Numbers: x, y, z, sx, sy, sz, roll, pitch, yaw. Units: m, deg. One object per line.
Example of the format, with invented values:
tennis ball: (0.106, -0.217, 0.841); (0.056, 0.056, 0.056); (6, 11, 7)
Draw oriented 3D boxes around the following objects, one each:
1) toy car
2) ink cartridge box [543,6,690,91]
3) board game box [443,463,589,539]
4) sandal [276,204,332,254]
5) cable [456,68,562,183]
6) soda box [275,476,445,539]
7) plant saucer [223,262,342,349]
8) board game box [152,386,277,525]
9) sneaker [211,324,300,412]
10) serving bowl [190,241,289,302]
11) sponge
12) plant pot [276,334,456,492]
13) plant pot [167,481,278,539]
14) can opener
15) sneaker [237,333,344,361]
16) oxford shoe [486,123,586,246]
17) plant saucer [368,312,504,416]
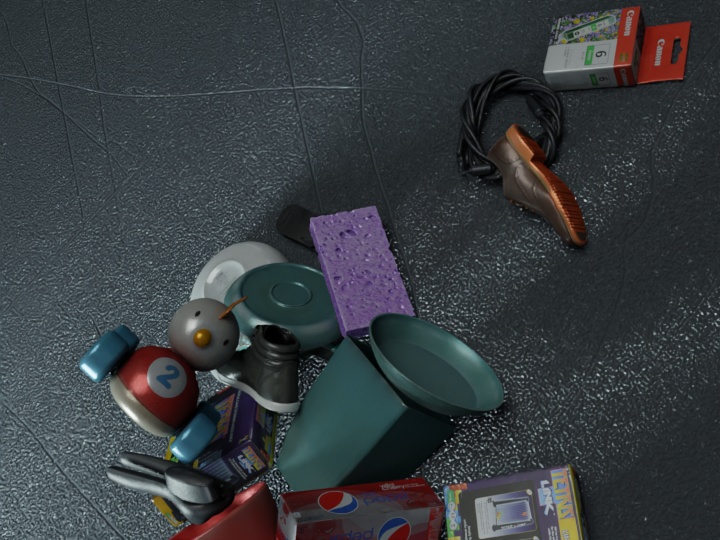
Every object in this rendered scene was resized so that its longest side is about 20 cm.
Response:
toy car: (-0.219, 0.103, 1.062); (0.184, 0.177, 0.201); (42, 85, -6)
ink cartridge box: (0.380, -0.332, 1.230); (0.197, 0.050, 0.111); (2, 65, 32)
board game box: (0.188, 0.344, 0.966); (0.162, 0.057, 0.204); (-14, 58, 20)
sandal: (-0.066, -0.063, 1.342); (0.197, 0.043, 0.077); (15, 72, 35)
cable: (0.228, -0.227, 1.260); (0.160, 0.051, 0.204); (1, 64, 30)
soda box: (0.000, 0.305, 1.003); (0.070, 0.196, 0.065); (-143, 57, -62)
plant saucer: (-0.106, 0.044, 1.236); (0.196, 0.028, 0.202); (6, 33, -4)
board game box: (-0.199, 0.243, 1.173); (0.164, 0.057, 0.201); (-34, 20, 10)
sneaker: (-0.142, 0.115, 1.133); (0.198, 0.070, 0.101); (18, 101, 49)
serving bowl: (-0.206, 0.036, 1.355); (0.197, 0.066, 0.204); (-14, 57, 23)
sponge: (0.000, 0.000, 1.233); (0.109, 0.030, 0.203); (-10, 60, -16)
plant pot: (-0.007, 0.222, 1.095); (0.201, 0.141, 0.141); (-50, 51, 7)
plant pot: (-0.157, 0.395, 1.036); (0.198, 0.200, 0.179); (-33, 87, 10)
can opener: (-0.242, 0.264, 1.048); (0.197, 0.080, 0.063); (7, 26, 35)
sneaker: (-0.110, 0.110, 1.256); (0.197, 0.077, 0.093); (20, 105, 19)
oxford shoe: (0.250, -0.108, 1.171); (0.073, 0.071, 0.202); (-40, 63, 28)
plant saucer: (0.092, 0.128, 1.070); (0.200, 0.198, 0.036); (46, 117, 38)
